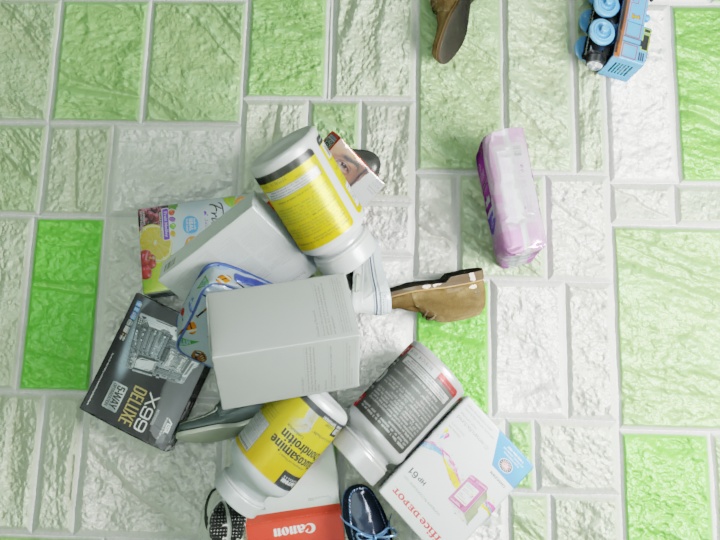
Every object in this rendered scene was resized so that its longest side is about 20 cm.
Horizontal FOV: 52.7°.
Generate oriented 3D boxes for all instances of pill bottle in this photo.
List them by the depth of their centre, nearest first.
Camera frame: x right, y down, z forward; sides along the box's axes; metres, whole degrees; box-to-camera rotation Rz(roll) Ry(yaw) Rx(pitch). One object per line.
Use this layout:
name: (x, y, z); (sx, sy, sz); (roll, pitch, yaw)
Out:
pill bottle: (-0.119, 0.255, 1.062); (0.112, 0.112, 0.201); (40, 87, 8)
pill bottle: (-0.064, -0.096, 1.063); (0.113, 0.114, 0.202); (-34, 111, -5)
pill bottle: (0.053, 0.217, 1.106); (0.114, 0.114, 0.200); (44, 81, 9)

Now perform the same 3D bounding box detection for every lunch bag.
lunch bag: (-0.170, 0.081, 1.102); (0.197, 0.076, 0.162); (22, 112, -23)

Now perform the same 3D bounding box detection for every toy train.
toy train: (0.436, -0.427, 1.233); (0.112, 0.087, 0.205); (15, 78, -5)

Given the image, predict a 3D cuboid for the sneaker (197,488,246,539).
sneaker: (-0.217, 0.429, 1.111); (0.072, 0.080, 0.205); (10, 94, -26)

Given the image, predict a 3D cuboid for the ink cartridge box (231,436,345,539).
ink cartridge box: (-0.110, 0.350, 1.126); (0.158, 0.057, 0.205); (-8, 75, 0)

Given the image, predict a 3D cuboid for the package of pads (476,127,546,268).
package of pads: (0.239, -0.113, 1.161); (0.074, 0.121, 0.205); (-9, 80, 0)

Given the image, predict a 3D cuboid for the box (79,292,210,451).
box: (-0.330, 0.162, 1.165); (0.155, 0.050, 0.203); (24, 81, 6)

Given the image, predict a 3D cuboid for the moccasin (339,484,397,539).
moccasin: (0.028, 0.422, 1.092); (0.079, 0.068, 0.204); (-18, 83, -14)

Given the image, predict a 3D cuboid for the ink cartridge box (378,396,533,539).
ink cartridge box: (0.141, 0.315, 1.105); (0.145, 0.085, 0.200); (44, 85, 9)

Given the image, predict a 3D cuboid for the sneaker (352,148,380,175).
sneaker: (-0.063, -0.173, 1.200); (0.195, 0.089, 0.076); (-5, 78, 0)

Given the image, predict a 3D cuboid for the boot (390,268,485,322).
boot: (0.104, 0.052, 1.158); (0.195, 0.074, 0.077); (-10, 98, 4)

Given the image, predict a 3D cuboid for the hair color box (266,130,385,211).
hair color box: (-0.069, -0.106, 1.157); (0.111, 0.064, 0.200); (41, 94, -26)

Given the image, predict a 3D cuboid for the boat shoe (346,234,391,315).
boat shoe: (0.000, 0.000, 1.118); (0.065, 0.201, 0.075); (-4, 115, -7)

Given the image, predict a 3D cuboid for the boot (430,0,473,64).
boot: (0.149, -0.450, 1.261); (0.074, 0.074, 0.204); (12, 75, 23)

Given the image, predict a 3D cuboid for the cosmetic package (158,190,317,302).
cosmetic package: (-0.186, -0.006, 1.115); (0.198, 0.052, 0.151); (-34, 121, 18)

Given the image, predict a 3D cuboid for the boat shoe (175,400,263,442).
boat shoe: (-0.195, 0.222, 1.146); (0.195, 0.073, 0.063); (-14, 66, -4)

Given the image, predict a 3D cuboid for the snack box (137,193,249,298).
snack box: (-0.261, -0.041, 1.198); (0.195, 0.053, 0.146); (-7, 81, 0)

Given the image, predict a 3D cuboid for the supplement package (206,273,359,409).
supplement package: (-0.106, 0.097, 1.002); (0.195, 0.118, 0.119); (-8, 47, -9)
